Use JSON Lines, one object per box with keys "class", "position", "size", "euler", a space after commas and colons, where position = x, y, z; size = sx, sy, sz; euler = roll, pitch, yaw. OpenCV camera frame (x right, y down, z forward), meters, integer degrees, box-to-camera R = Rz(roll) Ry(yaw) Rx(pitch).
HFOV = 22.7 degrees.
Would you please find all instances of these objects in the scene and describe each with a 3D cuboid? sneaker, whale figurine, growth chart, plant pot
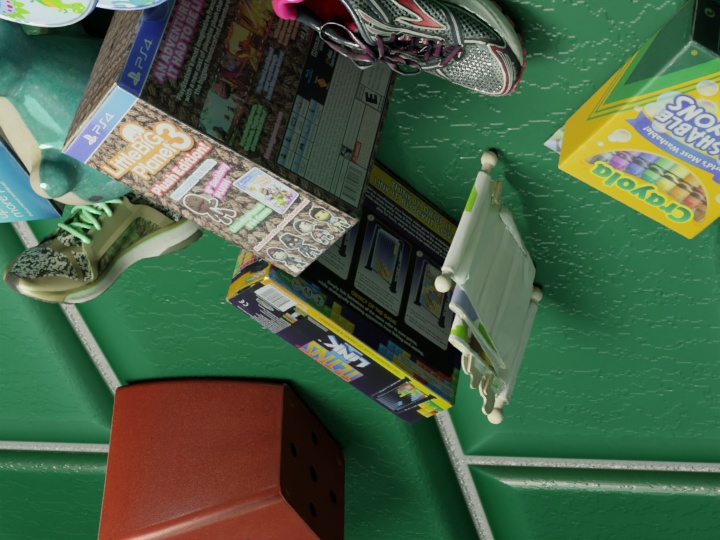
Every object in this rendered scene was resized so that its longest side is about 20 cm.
{"class": "sneaker", "position": [-0.209, -0.044, 1.447], "size": [0.077, 0.200, 0.089], "euler": [25, 131, 33]}
{"class": "whale figurine", "position": [-0.214, -0.131, 1.335], "size": [0.103, 0.160, 0.200], "euler": [-10, 154, 21]}
{"class": "growth chart", "position": [0.105, 0.022, 1.442], "size": [0.018, 0.145, 0.201], "euler": [9, 147, 27]}
{"class": "sneaker", "position": [0.024, -0.171, 1.271], "size": [0.199, 0.075, 0.081], "euler": [24, 142, -14]}
{"class": "plant pot", "position": [-0.120, 0.218, 1.742], "size": [0.175, 0.201, 0.200], "euler": [-19, 134, 18]}

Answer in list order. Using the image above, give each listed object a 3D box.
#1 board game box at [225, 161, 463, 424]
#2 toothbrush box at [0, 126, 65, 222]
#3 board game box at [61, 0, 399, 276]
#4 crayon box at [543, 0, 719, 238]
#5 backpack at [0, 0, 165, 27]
{"class": "board game box", "position": [0.000, 0.000, 1.423], "size": [0.200, 0.166, 0.057], "euler": [36, 137, -27]}
{"class": "toothbrush box", "position": [-0.349, -0.110, 1.456], "size": [0.198, 0.086, 0.147], "euler": [-2, 146, 22]}
{"class": "board game box", "position": [-0.090, -0.120, 1.302], "size": [0.199, 0.160, 0.097], "euler": [29, 141, -18]}
{"class": "crayon box", "position": [0.234, -0.099, 1.314], "size": [0.125, 0.052, 0.200], "euler": [26, 142, -15]}
{"class": "backpack", "position": [-0.203, -0.251, 1.180], "size": [0.198, 0.148, 0.183], "euler": [12, 146, -3]}
